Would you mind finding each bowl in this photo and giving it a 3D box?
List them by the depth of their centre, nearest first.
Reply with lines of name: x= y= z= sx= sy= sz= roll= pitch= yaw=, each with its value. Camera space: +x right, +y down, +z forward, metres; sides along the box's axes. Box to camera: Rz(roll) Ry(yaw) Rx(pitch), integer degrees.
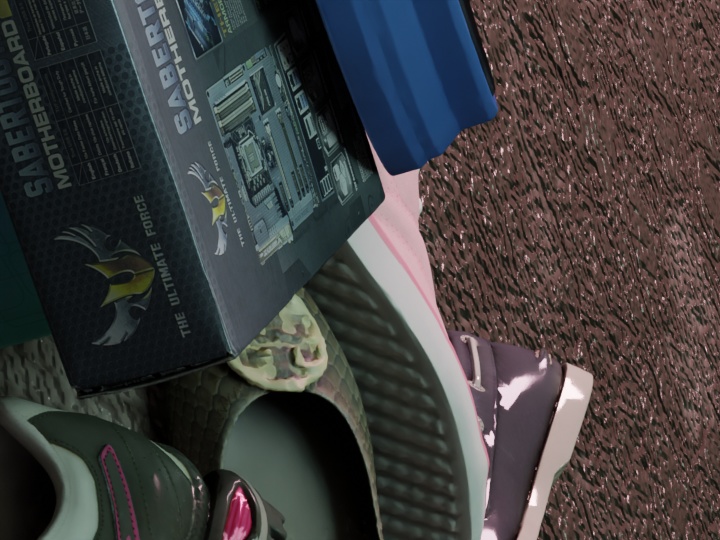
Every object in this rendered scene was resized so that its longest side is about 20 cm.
bowl: x=-0.004 y=-0.129 z=0.881 sx=0.201 sy=0.039 sz=0.201 roll=-18 pitch=90 yaw=-86

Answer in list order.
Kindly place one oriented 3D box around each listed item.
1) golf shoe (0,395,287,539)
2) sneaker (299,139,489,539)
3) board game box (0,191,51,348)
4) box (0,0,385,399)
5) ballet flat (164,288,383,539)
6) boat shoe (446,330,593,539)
golf shoe: x=-0.077 y=0.123 z=0.746 sx=0.088 sy=0.077 sz=0.200 roll=35 pitch=39 yaw=-30
sneaker: x=0.000 y=0.000 z=0.982 sx=0.201 sy=0.075 sz=0.105 roll=66 pitch=28 yaw=-12
board game box: x=-0.113 y=-0.103 z=0.815 sx=0.200 sy=0.045 sz=0.152 roll=61 pitch=25 yaw=-32
box: x=-0.062 y=-0.085 z=0.795 sx=0.158 sy=0.051 sz=0.201 roll=-50 pitch=123 yaw=-68
ballet flat: x=-0.016 y=0.093 z=0.896 sx=0.067 sy=0.046 sz=0.201 roll=-2 pitch=78 yaw=-25
boat shoe: x=0.027 y=0.089 z=1.047 sx=0.063 sy=0.073 sz=0.200 roll=28 pitch=37 yaw=0
